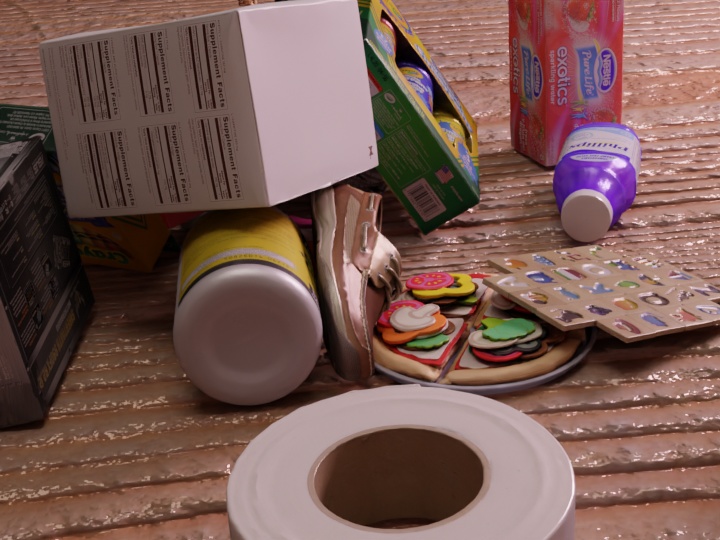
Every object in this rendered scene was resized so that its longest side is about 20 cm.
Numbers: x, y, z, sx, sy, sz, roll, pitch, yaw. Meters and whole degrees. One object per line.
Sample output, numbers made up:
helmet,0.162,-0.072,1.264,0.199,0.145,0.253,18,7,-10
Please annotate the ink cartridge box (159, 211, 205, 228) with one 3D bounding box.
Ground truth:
ink cartridge box,-0.222,-0.104,1.164,0.198,0.118,0.067,-2,20,36

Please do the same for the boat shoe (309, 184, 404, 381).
boat shoe,0.000,0.000,0.934,0.071,0.076,0.202,-4,47,-4

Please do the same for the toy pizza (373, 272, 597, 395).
toy pizza,0.091,0.038,0.948,0.197,0.032,0.201,-3,24,1

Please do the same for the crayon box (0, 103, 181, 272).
crayon box,-0.260,-0.065,1.085,0.124,0.201,0.052,8,57,25

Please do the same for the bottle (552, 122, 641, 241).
bottle,0.232,-0.089,1.166,0.082,0.066,0.200,2,25,17

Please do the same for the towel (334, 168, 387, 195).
towel,-0.069,-0.142,1.208,0.164,0.087,0.199,14,-1,33

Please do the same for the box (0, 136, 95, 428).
box,-0.271,0.003,0.922,0.048,0.161,0.201,-10,24,4

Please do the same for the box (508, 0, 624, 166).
box,0.229,-0.230,1.313,0.101,0.203,0.095,-10,23,-16

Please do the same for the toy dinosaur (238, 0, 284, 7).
toy dinosaur,-0.059,-0.233,1.228,0.101,0.201,0.136,-32,47,-9

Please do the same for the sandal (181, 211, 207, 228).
sandal,-0.164,-0.102,1.274,0.081,0.051,0.203,-7,26,-8

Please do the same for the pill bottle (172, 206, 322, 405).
pill bottle,-0.091,0.012,0.934,0.110,0.114,0.201,-6,25,-4

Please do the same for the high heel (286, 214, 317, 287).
high heel,-0.053,-0.037,1.085,0.197,0.068,0.096,4,36,26

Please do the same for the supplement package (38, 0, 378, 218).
supplement package,-0.120,-0.137,0.978,0.197,0.150,0.191,-2,13,29

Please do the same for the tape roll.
tape roll,0.024,0.145,0.675,0.199,0.072,0.203,-4,24,2

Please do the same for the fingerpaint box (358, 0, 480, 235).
fingerpaint box,0.040,-0.166,1.165,0.073,0.201,0.168,-29,26,21

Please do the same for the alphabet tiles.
alphabet tiles,0.205,0.015,0.966,0.198,0.006,0.166,-7,25,-34
